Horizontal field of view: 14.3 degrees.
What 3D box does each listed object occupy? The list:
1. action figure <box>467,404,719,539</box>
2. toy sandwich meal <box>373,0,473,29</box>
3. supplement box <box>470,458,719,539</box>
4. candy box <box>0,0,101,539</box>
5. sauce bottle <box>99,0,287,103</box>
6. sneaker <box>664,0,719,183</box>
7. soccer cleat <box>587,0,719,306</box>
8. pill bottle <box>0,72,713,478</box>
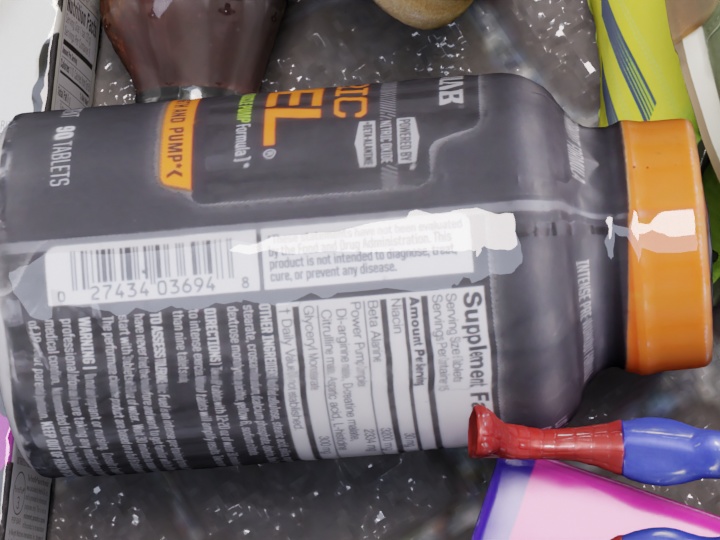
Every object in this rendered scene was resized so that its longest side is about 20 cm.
[{"bbox_3d":[0.130,0.064,0.744,0.198,0.099,0.066,-1,90,-3],"label":"action figure"},{"bbox_3d":[-0.009,-0.159,0.840,0.070,0.205,0.207,-9,81,23],"label":"toy sandwich meal"},{"bbox_3d":[0.122,0.133,0.832,0.199,0.103,0.102,19,83,9],"label":"supplement box"},{"bbox_3d":[-0.160,-0.010,0.901,0.135,0.061,0.202,4,82,7],"label":"candy box"},{"bbox_3d":[-0.051,-0.110,0.904,0.065,0.066,0.202,-2,86,5],"label":"sauce bottle"},{"bbox_3d":[0.155,-0.021,0.813,0.089,0.067,0.202,-12,100,30],"label":"sneaker"},{"bbox_3d":[0.097,-0.079,0.895,0.083,0.065,0.202,11,87,37],"label":"soccer cleat"},{"bbox_3d":[0.000,0.000,0.819,0.198,0.106,0.107,-4,82,3],"label":"pill bottle"}]
